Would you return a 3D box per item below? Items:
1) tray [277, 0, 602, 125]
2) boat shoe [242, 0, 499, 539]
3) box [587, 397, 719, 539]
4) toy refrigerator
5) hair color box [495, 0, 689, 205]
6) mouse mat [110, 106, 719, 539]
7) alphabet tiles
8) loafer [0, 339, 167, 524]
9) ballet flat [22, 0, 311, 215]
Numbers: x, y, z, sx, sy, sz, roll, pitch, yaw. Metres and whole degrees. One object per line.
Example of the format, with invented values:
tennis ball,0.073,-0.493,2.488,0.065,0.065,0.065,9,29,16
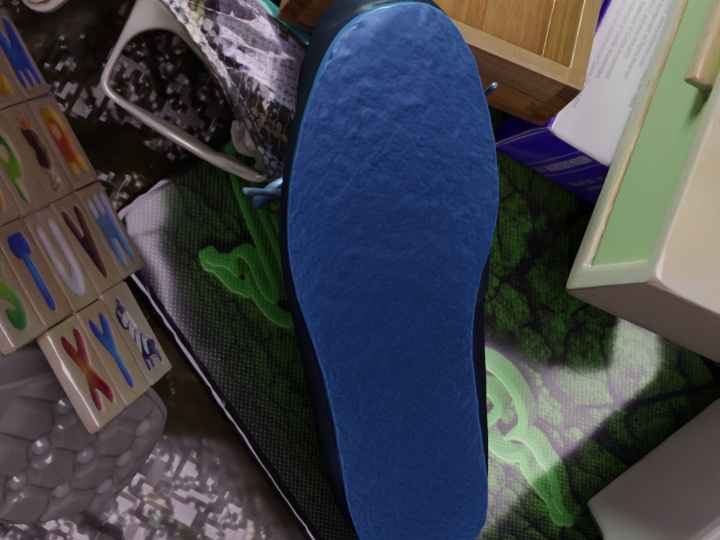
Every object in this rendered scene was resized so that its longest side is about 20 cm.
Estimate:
tray,0.043,-0.157,0.907,0.098,0.037,0.201,21,65,-15
boat shoe,0.000,0.000,0.863,0.084,0.069,0.201,-4,117,-13
box,0.178,0.054,0.890,0.200,0.082,0.068,-39,108,7
toy refrigerator,0.138,-0.075,0.872,0.070,0.076,0.201,24,82,-14
hair color box,0.160,-0.046,0.949,0.199,0.065,0.110,29,79,-12
mouse mat,0.027,0.021,0.941,0.161,0.008,0.200,-36,96,-14
alphabet tiles,-0.118,-0.047,0.826,0.006,0.166,0.201,-28,93,12
loafer,-0.136,0.033,0.830,0.070,0.070,0.200,-56,146,9
ballet flat,-0.073,-0.096,0.887,0.072,0.072,0.200,-44,96,-13
